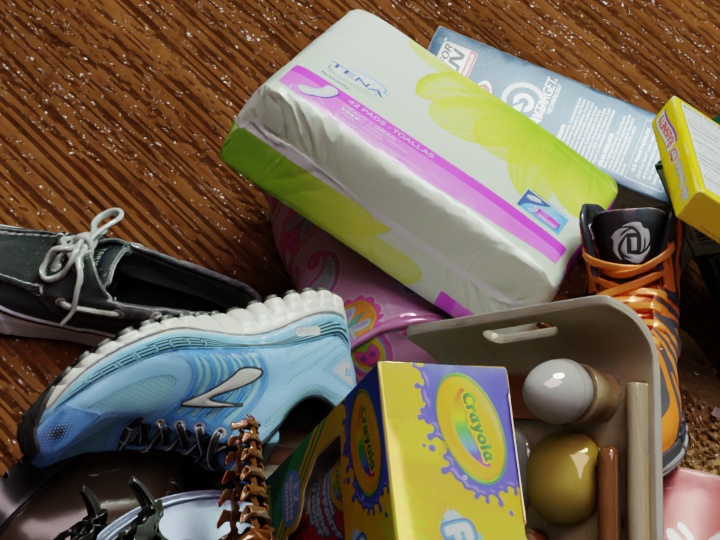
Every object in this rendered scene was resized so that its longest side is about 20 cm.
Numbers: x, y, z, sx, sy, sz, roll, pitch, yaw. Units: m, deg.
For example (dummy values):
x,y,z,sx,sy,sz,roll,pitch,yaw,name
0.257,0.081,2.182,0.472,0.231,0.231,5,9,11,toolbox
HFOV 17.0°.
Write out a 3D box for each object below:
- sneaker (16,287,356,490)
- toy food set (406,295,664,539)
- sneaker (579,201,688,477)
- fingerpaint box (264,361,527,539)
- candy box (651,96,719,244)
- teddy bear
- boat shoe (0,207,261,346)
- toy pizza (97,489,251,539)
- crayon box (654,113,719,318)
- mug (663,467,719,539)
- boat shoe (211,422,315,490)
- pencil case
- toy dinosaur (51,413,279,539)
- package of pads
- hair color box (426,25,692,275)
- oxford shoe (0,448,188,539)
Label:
x,y,z,sx,sy,sz,roll,pitch,yaw,name
-0.081,0.071,1.250,0.199,0.078,0.090,-14,75,-29,sneaker
0.078,0.120,1.204,0.060,0.143,0.201,12,74,-43,toy food set
0.136,0.027,1.284,0.077,0.113,0.200,0,26,6,sneaker
0.018,0.167,1.158,0.073,0.167,0.201,4,65,-22,fingerpaint box
0.249,-0.015,1.335,0.199,0.026,0.102,31,25,-20,candy box
0.198,0.103,1.375,0.200,0.067,0.145,37,27,31,teddy bear
-0.153,0.006,1.375,0.198,0.068,0.074,22,46,3,boat shoe
-0.066,0.208,1.227,0.199,0.032,0.201,9,60,-16,toy pizza
0.282,-0.017,1.461,0.172,0.058,0.201,-36,107,-39,crayon box
0.135,0.227,1.251,0.133,0.177,0.201,41,43,-30,mug
0.016,0.116,1.325,0.199,0.076,0.072,9,45,-11,boat shoe
0.000,0.000,1.403,0.087,0.088,0.200,-2,41,-18,pencil case
-0.088,0.169,1.181,0.135,0.102,0.201,33,38,-30,toy dinosaur
0.039,-0.057,1.367,0.200,0.068,0.155,35,30,4,package of pads
0.123,-0.070,1.499,0.199,0.100,0.061,22,65,3,hair color box
-0.121,0.109,1.298,0.084,0.073,0.200,41,58,9,oxford shoe
